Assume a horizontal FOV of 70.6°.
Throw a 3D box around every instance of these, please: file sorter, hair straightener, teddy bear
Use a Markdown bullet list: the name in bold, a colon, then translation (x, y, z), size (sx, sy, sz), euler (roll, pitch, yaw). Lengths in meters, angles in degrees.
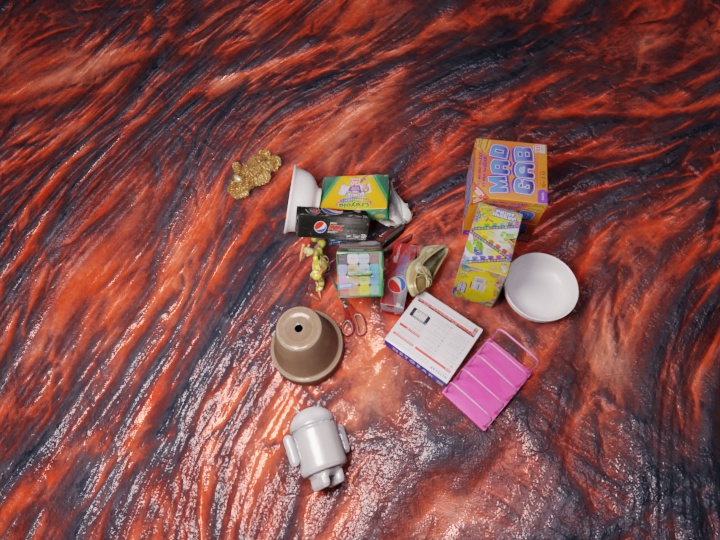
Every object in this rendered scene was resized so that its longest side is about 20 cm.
- **file sorter**: translation (0.324, 0.266, 1.263), size (0.139, 0.126, 0.200), euler (40, 71, 19)
- **hair straightener**: translation (0.054, -0.073, 1.495), size (0.199, 0.041, 0.077), euler (-34, 67, -9)
- **teddy bear**: translation (-0.341, -0.313, 1.605), size (0.199, 0.067, 0.145), euler (-32, 64, -14)

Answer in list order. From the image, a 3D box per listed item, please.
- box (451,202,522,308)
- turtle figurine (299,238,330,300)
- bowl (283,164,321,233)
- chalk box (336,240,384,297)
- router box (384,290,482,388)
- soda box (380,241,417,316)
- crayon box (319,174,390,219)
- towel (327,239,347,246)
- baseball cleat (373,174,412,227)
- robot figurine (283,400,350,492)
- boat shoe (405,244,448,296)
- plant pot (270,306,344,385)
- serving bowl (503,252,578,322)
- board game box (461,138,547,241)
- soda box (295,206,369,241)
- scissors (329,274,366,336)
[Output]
- **box**: translation (0.338, -0.037, 1.371), size (0.121, 0.200, 0.194), euler (17, 65, 11)
- **turtle figurine**: translation (-0.118, -0.030, 1.408), size (0.064, 0.201, 0.162), euler (-9, 40, 8)
- **bowl**: translation (-0.165, -0.199, 1.484), size (0.089, 0.201, 0.203), euler (10, 63, -9)
- **chalk box**: translation (0.000, 0.000, 1.350), size (0.123, 0.200, 0.125), euler (-1, 104, 2)
- **router box**: translation (0.193, 0.177, 1.354), size (0.199, 0.049, 0.180), euler (34, 70, 17)
- **soda box**: translation (0.107, 0.023, 1.422), size (0.069, 0.064, 0.201), euler (11, 62, 9)
- **crayon box**: translation (-0.013, -0.212, 1.484), size (0.198, 0.058, 0.120), euler (-1, 63, 10)
- **towel**: translation (-0.054, -0.169, 1.534), size (0.111, 0.049, 0.202), euler (-8, 63, 0)
- **baseball cleat**: translation (0.070, -0.211, 1.528), size (0.106, 0.070, 0.200), euler (-26, 59, -21)
- **robot figurine**: translation (-0.102, 0.414, 1.212), size (0.169, 0.113, 0.201), euler (3, 56, -39)
- **boat shoe**: translation (0.184, -0.005, 1.398), size (0.063, 0.074, 0.201), euler (-12, 26, 38)
- **plant pot**: translation (-0.142, 0.174, 1.297), size (0.198, 0.175, 0.202), euler (-1, 64, 2)
- **serving bowl**: translation (0.487, 0.055, 1.395), size (0.198, 0.066, 0.202), euler (-1, 63, 2)
- **board game box**: translation (0.410, -0.228, 1.463), size (0.198, 0.200, 0.201), euler (7, 65, 5)
- **soda box**: translation (-0.078, -0.129, 1.399), size (0.198, 0.071, 0.063), euler (3, 28, -13)
- **scissors**: translation (-0.035, 0.094, 1.426), size (0.072, 0.014, 0.201), euler (-13, 63, -2)
